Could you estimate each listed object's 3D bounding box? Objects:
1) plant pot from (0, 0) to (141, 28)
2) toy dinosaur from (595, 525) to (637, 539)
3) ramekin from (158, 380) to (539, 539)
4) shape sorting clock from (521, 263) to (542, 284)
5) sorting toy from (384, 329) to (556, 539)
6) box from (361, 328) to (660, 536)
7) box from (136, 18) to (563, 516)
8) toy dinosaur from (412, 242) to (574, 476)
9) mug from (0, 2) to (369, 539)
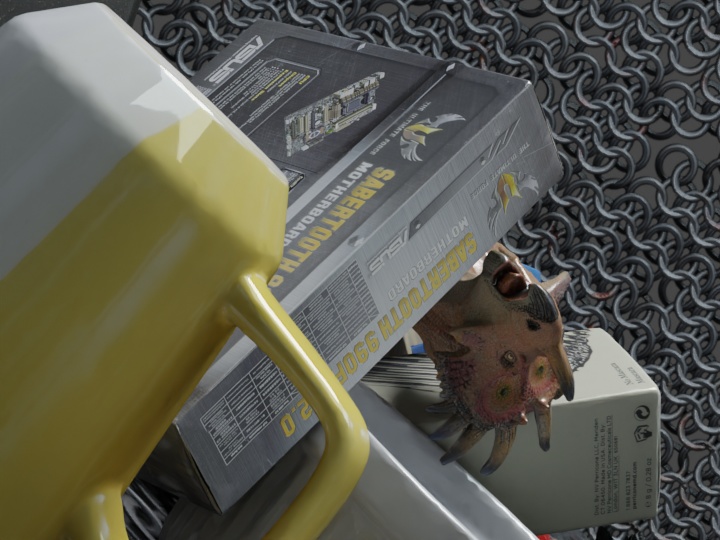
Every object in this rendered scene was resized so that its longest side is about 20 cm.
[{"bbox_3d":[-0.235,-0.195,1.217,0.200,0.178,0.199,40,-10,-37],"label":"plant pot"},{"bbox_3d":[0.076,0.187,0.981,0.200,0.102,0.136,37,-40,-8],"label":"toy dinosaur"},{"bbox_3d":[0.013,0.132,0.815,0.200,0.105,0.200,42,2,-2],"label":"ramekin"},{"bbox_3d":[0.000,0.000,1.045,0.200,0.039,0.200,11,-6,1],"label":"shape sorting clock"},{"bbox_3d":[0.071,0.123,1.231,0.200,0.070,0.199,15,61,-86],"label":"sorting toy"},{"bbox_3d":[0.031,0.082,0.956,0.082,0.200,0.068,-128,-146,-64],"label":"box"},{"bbox_3d":[-0.045,-0.011,0.799,0.158,0.200,0.048,19,-37,42],"label":"box"},{"bbox_3d":[0.055,0.029,0.879,0.136,0.086,0.200,44,10,26],"label":"toy dinosaur"},{"bbox_3d":[-0.091,0.011,0.663,0.187,0.153,0.149,43,1,-14],"label":"mug"}]
